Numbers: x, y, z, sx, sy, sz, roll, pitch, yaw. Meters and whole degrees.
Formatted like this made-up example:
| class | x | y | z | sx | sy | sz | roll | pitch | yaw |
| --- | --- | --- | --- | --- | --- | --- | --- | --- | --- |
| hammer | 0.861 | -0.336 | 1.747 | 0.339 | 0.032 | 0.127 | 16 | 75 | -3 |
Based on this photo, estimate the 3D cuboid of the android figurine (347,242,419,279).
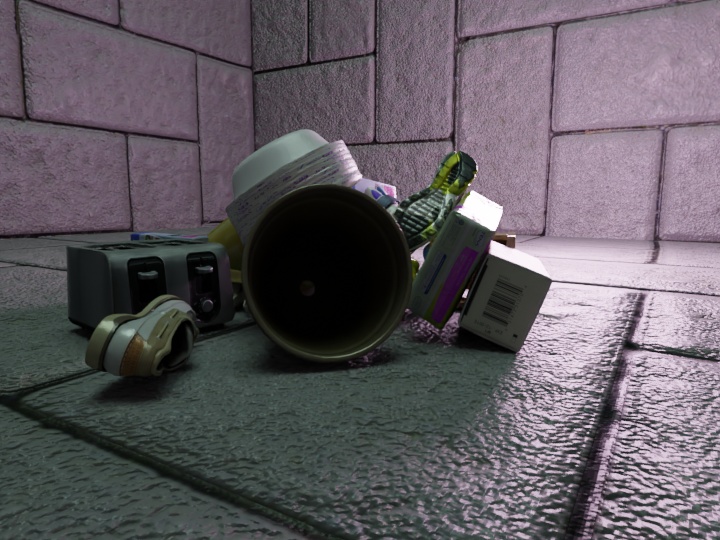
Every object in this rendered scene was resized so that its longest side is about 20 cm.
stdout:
| class | x | y | z | sx | sy | sz | roll | pitch | yaw |
| --- | --- | --- | --- | --- | --- | --- | --- | --- | --- |
| android figurine | 0.023 | -0.045 | 0.794 | 0.041 | 0.184 | 0.199 | -38 | -28 | 20 |

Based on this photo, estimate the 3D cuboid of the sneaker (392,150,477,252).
| class | x | y | z | sx | sy | sz | roll | pitch | yaw |
| --- | --- | --- | --- | --- | --- | --- | --- | --- | --- |
| sneaker | 0.114 | -0.092 | 0.797 | 0.074 | 0.200 | 0.085 | 37 | -21 | 15 |

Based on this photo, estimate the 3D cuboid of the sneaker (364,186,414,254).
| class | x | y | z | sx | sy | sz | roll | pitch | yaw |
| --- | --- | --- | --- | --- | --- | --- | --- | --- | --- |
| sneaker | 0.060 | -0.100 | 0.934 | 0.080 | 0.147 | 0.200 | -41 | -2 | -21 |

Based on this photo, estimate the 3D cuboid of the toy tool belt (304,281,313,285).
| class | x | y | z | sx | sy | sz | roll | pitch | yaw |
| --- | --- | --- | --- | --- | --- | --- | --- | --- | --- |
| toy tool belt | 0.000 | 0.000 | 0.858 | 0.198 | 0.127 | 0.122 | 19 | 0 | -40 |

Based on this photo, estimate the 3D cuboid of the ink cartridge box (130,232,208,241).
| class | x | y | z | sx | sy | sz | roll | pitch | yaw |
| --- | --- | --- | --- | --- | --- | --- | --- | --- | --- |
| ink cartridge box | -0.343 | -0.003 | 0.902 | 0.197 | 0.122 | 0.042 | 6 | 12 | 33 |

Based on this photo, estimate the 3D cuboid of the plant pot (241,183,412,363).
| class | x | y | z | sx | sy | sz | roll | pitch | yaw |
| --- | --- | --- | --- | --- | --- | --- | --- | --- | --- |
| plant pot | -0.055 | 0.014 | 0.652 | 0.196 | 0.205 | 0.173 | -2 | -9 | -17 |

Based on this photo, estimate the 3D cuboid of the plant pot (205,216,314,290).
| class | x | y | z | sx | sy | sz | roll | pitch | yaw |
| --- | --- | --- | --- | --- | --- | --- | --- | --- | --- |
| plant pot | -0.181 | -0.041 | 0.947 | 0.186 | 0.205 | 0.200 | -20 | -2 | 26 |

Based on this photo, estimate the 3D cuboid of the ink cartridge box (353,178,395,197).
| class | x | y | z | sx | sy | sz | roll | pitch | yaw |
| --- | --- | --- | --- | --- | --- | --- | --- | --- | --- |
| ink cartridge box | -0.030 | -0.155 | 1.048 | 0.118 | 0.043 | 0.198 | -10 | -10 | 38 |

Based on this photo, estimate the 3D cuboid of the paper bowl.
| class | x | y | z | sx | sy | sz | roll | pitch | yaw |
| --- | --- | --- | --- | --- | --- | --- | --- | --- | --- |
| paper bowl | -0.104 | -0.126 | 0.743 | 0.198 | 0.106 | 0.201 | -30 | 5 | 3 |

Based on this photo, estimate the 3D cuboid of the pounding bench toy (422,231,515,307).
| class | x | y | z | sx | sy | sz | roll | pitch | yaw |
| --- | --- | --- | --- | --- | --- | --- | --- | --- | --- |
| pounding bench toy | 0.198 | -0.007 | 0.928 | 0.153 | 0.127 | 0.200 | 2 | 8 | 17 |

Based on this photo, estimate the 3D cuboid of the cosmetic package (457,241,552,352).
| class | x | y | z | sx | sy | sz | roll | pitch | yaw |
| --- | --- | --- | --- | --- | --- | --- | --- | --- | --- |
| cosmetic package | 0.198 | 0.026 | 0.715 | 0.086 | 0.105 | 0.200 | 23 | 12 | 12 |

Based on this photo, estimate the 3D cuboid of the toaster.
| class | x | y | z | sx | sy | sz | roll | pitch | yaw |
| --- | --- | --- | --- | --- | --- | --- | --- | --- | --- |
| toaster | -0.303 | 0.022 | 0.737 | 0.197 | 0.121 | 0.179 | 7 | 10 | 41 |

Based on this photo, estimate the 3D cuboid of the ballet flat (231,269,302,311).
| class | x | y | z | sx | sy | sz | roll | pitch | yaw |
| --- | --- | --- | --- | --- | --- | --- | --- | --- | --- |
| ballet flat | -0.188 | 0.038 | 0.844 | 0.196 | 0.070 | 0.063 | 2 | 37 | 28 |

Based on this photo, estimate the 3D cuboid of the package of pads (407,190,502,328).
| class | x | y | z | sx | sy | sz | roll | pitch | yaw |
| --- | --- | --- | --- | --- | --- | --- | --- | --- | --- |
| package of pads | 0.135 | -0.019 | 0.728 | 0.067 | 0.157 | 0.200 | 28 | 23 | 10 |

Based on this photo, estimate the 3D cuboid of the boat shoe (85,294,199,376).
| class | x | y | z | sx | sy | sz | roll | pitch | yaw |
| --- | --- | --- | --- | --- | --- | --- | --- | --- | --- |
| boat shoe | -0.216 | 0.077 | 0.562 | 0.067 | 0.076 | 0.200 | 20 | 6 | -1 |
